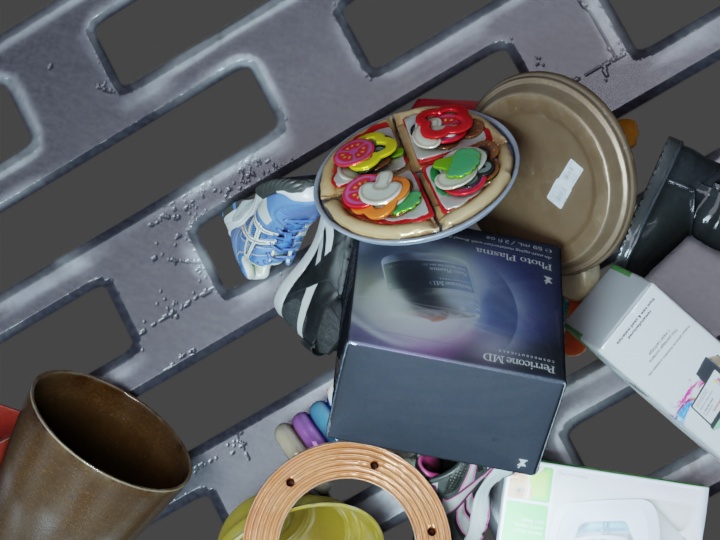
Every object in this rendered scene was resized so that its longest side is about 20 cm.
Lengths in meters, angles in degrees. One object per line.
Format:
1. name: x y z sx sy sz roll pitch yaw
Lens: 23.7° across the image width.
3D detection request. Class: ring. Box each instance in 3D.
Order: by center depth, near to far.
1. ring: -0.013 0.262 1.609 0.198 0.019 0.203 0 76 -1

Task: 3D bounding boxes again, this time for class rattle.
1. rattle: 0.231 -0.033 1.735 0.129 0.142 0.202 -14 98 42

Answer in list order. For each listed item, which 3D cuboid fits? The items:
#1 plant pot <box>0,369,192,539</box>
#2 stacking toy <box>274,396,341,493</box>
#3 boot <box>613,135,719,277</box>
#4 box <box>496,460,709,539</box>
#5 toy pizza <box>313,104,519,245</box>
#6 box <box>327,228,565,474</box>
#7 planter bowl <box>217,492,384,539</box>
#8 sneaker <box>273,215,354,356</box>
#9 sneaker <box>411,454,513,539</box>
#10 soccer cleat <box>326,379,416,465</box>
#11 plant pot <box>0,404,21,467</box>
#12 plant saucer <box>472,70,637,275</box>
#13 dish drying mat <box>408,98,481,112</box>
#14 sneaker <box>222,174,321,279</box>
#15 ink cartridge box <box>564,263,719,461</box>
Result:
1. plant pot: -0.301 0.239 1.754 0.186 0.187 0.201 37 108 11
2. stacking toy: 0.011 0.135 1.745 0.199 0.085 0.086 -39 80 -1
3. boot: 0.364 -0.020 1.697 0.198 0.066 0.166 25 92 7
4. box: 0.231 0.284 1.679 0.197 0.097 0.179 8 85 11
5. toy pizza: 0.050 -0.098 1.602 0.198 0.032 0.201 -9 40 8
6. box: 0.081 0.062 1.578 0.197 0.199 0.124 10 129 -4
7. planter bowl: -0.081 0.280 1.721 0.200 0.200 0.084 -38 44 5
8. sneaker: 0.000 0.000 1.725 0.112 0.073 0.201 48 121 29
9. sneaker: 0.084 0.203 1.667 0.085 0.081 0.202 7 122 -26
10. soccer cleat: 0.047 0.161 1.683 0.070 0.199 0.078 -54 35 5
11. plant pot: -0.473 0.228 1.775 0.198 0.200 0.178 16 102 11
12. plant saucer: 0.173 -0.090 1.649 0.198 0.029 0.203 14 113 35
13. dish drying mat: 0.143 -0.150 1.731 0.197 0.077 0.018 4 120 19
14. sneaker: -0.076 -0.047 1.723 0.075 0.200 0.078 -6 79 -24
15. ink cartridge box: 0.304 0.095 1.625 0.200 0.145 0.084 40 91 -10
